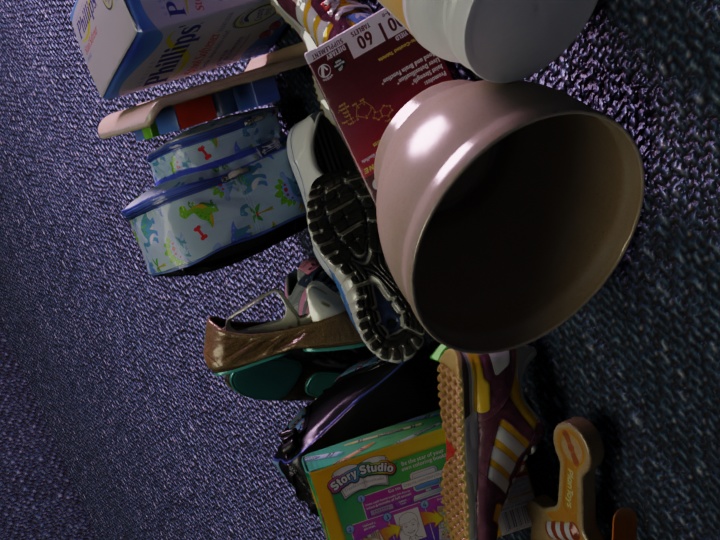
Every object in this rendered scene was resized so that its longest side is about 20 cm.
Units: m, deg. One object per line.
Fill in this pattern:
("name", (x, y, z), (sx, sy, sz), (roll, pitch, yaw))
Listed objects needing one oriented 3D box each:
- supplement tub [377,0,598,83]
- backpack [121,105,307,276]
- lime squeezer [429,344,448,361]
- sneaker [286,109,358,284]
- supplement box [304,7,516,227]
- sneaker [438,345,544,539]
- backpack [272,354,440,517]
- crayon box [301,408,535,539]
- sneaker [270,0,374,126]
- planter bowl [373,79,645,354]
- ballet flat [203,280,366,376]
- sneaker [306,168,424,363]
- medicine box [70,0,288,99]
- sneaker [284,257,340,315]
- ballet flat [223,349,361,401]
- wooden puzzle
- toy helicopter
("supplement tub", (0.066, -0.240, 0.991), (0.200, 0.143, 0.145), (49, 149, 35))
("backpack", (-0.153, -0.082, 1.480), (0.148, 0.199, 0.183), (66, 156, -6))
("lime squeezer", (0.108, -0.008, 1.200), (0.070, 0.037, 0.202), (27, 117, 46))
("sneaker", (-0.019, -0.065, 1.385), (0.202, 0.072, 0.071), (65, 156, 7))
("supplement box", (0.045, -0.114, 1.161), (0.202, 0.108, 0.061), (64, -167, 9))
("sneaker", (0.121, 0.163, 1.212), (0.075, 0.089, 0.203), (-140, 46, -70))
("backpack", (0.001, 0.174, 1.415), (0.135, 0.182, 0.200), (50, 167, -1))
("crayon box", (0.057, 0.201, 1.283), (0.058, 0.198, 0.120), (-131, 24, -79))
("sneaker", (-0.021, -0.234, 1.271), (0.090, 0.075, 0.202), (-21, 97, 57))
("planter bowl", (0.090, -0.059, 1.027), (0.135, 0.198, 0.202), (47, 148, 44))
("ballet flat", (-0.065, 0.051, 1.385), (0.068, 0.198, 0.073), (-55, -47, -76))
("sneaker", (0.000, 0.000, 1.322), (0.089, 0.078, 0.202), (101, 151, -74))
("medicine box", (-0.167, -0.269, 1.373), (0.104, 0.198, 0.182), (66, 155, 5))
("sneaker", (-0.037, 0.022, 1.492), (0.083, 0.070, 0.200), (65, 154, 1))
("ballet flat", (-0.074, 0.105, 1.504), (0.072, 0.199, 0.073), (-15, 69, 48))
("wooden puzzle", (-0.155, -0.174, 1.426), (0.185, 0.199, 0.047), (0, 113, 63))
("toy helicopter", (0.190, 0.219, 1.184), (0.132, 0.078, 0.202), (34, 134, 49))
